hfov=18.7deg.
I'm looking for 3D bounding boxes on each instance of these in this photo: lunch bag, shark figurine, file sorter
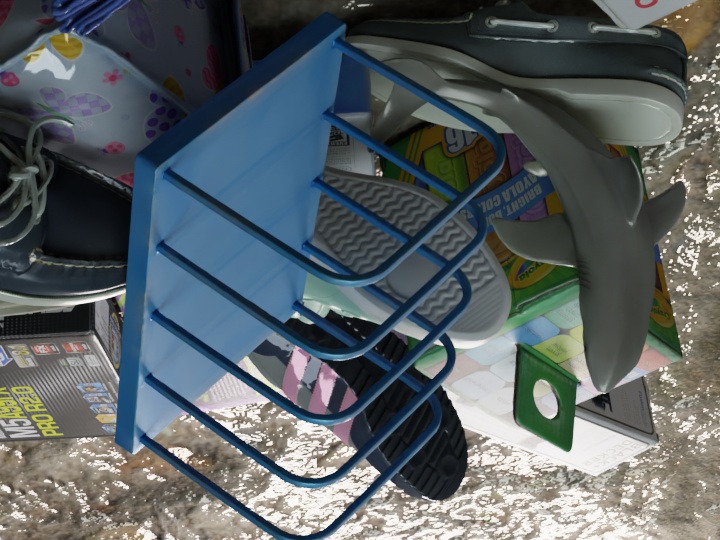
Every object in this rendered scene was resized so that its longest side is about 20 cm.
[{"bbox_3d":[-0.119,-0.116,1.099,0.127,0.170,0.200,-25,140,23],"label":"lunch bag"},{"bbox_3d":[0.110,-0.056,1.175,0.128,0.215,0.089,-42,-177,-19],"label":"shark figurine"},{"bbox_3d":[-0.024,0.012,1.040,0.139,0.123,0.200,-41,155,-37],"label":"file sorter"}]

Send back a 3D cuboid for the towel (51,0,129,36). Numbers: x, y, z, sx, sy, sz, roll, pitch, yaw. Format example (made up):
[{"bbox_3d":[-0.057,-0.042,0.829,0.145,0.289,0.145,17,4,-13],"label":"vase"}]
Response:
[{"bbox_3d":[-0.060,-0.190,0.990,0.145,0.200,0.024,-31,111,31],"label":"towel"}]

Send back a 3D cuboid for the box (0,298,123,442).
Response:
[{"bbox_3d":[-0.231,0.061,1.423,0.160,0.044,0.200,-4,157,3],"label":"box"}]

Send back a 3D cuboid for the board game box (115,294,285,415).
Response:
[{"bbox_3d":[-0.094,0.031,1.462,0.120,0.032,0.200,-13,146,1],"label":"board game box"}]

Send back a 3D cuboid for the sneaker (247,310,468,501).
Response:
[{"bbox_3d":[-0.014,0.066,1.354,0.200,0.070,0.082,50,148,-16],"label":"sneaker"}]

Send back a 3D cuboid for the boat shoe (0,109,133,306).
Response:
[{"bbox_3d":[-0.175,-0.038,0.990,0.199,0.075,0.062,18,147,-21],"label":"boat shoe"}]

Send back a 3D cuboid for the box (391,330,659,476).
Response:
[{"bbox_3d":[0.104,0.054,1.455,0.200,0.117,0.060,21,138,-38],"label":"box"}]

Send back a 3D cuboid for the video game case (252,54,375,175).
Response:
[{"bbox_3d":[-0.090,-0.057,1.286,0.199,0.046,0.181,-3,152,0],"label":"video game case"}]

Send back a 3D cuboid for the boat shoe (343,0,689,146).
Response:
[{"bbox_3d":[0.087,-0.119,1.230,0.199,0.062,0.073,10,154,12],"label":"boat shoe"}]

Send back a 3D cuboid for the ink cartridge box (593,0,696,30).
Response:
[{"bbox_3d":[0.180,-0.221,1.074,0.200,0.084,0.145,-24,144,24],"label":"ink cartridge box"}]

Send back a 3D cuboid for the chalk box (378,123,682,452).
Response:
[{"bbox_3d":[0.104,0.008,1.304,0.124,0.201,0.125,-27,144,26],"label":"chalk box"}]

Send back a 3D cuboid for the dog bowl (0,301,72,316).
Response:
[{"bbox_3d":[-0.236,-0.018,1.126,0.199,0.074,0.200,-3,173,0],"label":"dog bowl"}]

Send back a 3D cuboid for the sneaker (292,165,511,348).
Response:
[{"bbox_3d":[0.000,0.000,1.213,0.200,0.074,0.118,27,159,21],"label":"sneaker"}]
